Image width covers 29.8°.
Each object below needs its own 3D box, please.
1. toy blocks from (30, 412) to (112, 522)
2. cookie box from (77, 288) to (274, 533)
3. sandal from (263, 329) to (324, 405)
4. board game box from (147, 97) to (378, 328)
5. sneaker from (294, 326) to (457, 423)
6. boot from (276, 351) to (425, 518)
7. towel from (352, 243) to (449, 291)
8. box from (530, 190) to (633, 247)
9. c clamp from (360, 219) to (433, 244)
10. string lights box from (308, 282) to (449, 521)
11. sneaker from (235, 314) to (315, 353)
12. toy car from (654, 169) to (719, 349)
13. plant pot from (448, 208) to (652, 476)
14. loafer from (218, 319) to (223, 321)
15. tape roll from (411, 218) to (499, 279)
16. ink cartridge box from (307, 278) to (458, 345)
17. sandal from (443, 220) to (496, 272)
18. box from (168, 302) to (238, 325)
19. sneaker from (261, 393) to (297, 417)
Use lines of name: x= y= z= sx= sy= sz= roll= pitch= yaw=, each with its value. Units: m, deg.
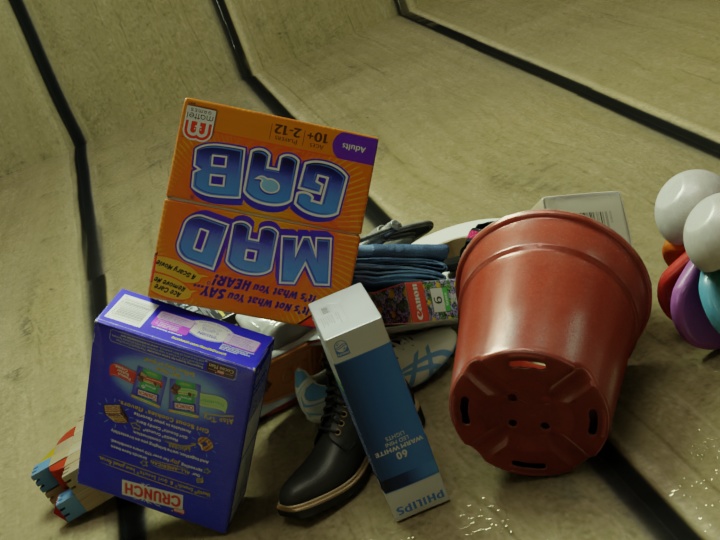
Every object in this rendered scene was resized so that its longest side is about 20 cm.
toy blocks: x=-0.311 y=0.216 z=1.552 sx=0.136 sy=0.100 sz=0.200 roll=-30 pitch=19 yaw=8
cookie box: x=-0.188 y=0.142 z=1.361 sx=0.170 sy=0.201 sz=0.075 roll=17 pitch=27 yaw=8
sandal: x=-0.042 y=0.110 z=1.563 sx=0.206 sy=0.080 sz=0.059 roll=-30 pitch=38 yaw=-34
board game box: x=-0.106 y=-0.055 z=1.432 sx=0.199 sy=0.201 sz=0.200 roll=11 pitch=-1 yaw=-7
sneaker: x=0.020 y=0.104 z=1.518 sx=0.199 sy=0.073 sz=0.072 roll=-23 pitch=19 yaw=-15
boot: x=-0.030 y=0.143 z=1.372 sx=0.077 sy=0.139 sz=0.200 roll=-1 pitch=29 yaw=43
towel: x=0.000 y=0.000 z=1.613 sx=0.199 sy=0.049 sz=0.112 roll=-1 pitch=-9 yaw=-13
box: x=0.210 y=-0.013 z=1.465 sx=0.094 sy=0.078 sz=0.200 roll=-5 pitch=-16 yaw=-16
c clamp: x=0.005 y=-0.027 z=1.737 sx=0.170 sy=0.027 sz=0.200 roll=-18 pitch=-11 yaw=-37
string lights box: x=0.017 y=0.124 z=1.285 sx=0.059 sy=0.201 sz=0.103 roll=-22 pitch=21 yaw=-3
sneaker: x=-0.061 y=0.052 z=1.629 sx=0.088 sy=0.076 sz=0.199 roll=28 pitch=22 yaw=38
toy car: x=0.366 y=0.006 z=1.352 sx=0.150 sy=0.175 sz=0.200 roll=-54 pitch=18 yaw=11
plant pot: x=0.172 y=0.077 z=1.293 sx=0.200 sy=0.201 sz=0.196 roll=-12 pitch=30 yaw=23
loafer: x=-0.227 y=0.103 z=1.660 sx=0.076 sy=0.068 sz=0.200 roll=15 pitch=-37 yaw=-44
tape roll: x=0.123 y=-0.006 z=1.748 sx=0.202 sy=0.037 sz=0.203 roll=-18 pitch=21 yaw=7
ink cartridge box: x=0.043 y=0.045 z=1.536 sx=0.199 sy=0.051 sz=0.109 roll=-3 pitch=-11 yaw=-43
sandal: x=0.164 y=-0.042 z=1.615 sx=0.075 sy=0.045 sz=0.200 roll=-24 pitch=0 yaw=-36
box: x=-0.224 y=0.065 z=1.887 sx=0.161 sy=0.049 sz=0.200 roll=-27 pitch=22 yaw=-13
sneaker: x=-0.131 y=0.111 z=1.582 sx=0.078 sy=0.116 sz=0.200 roll=1 pitch=30 yaw=45
